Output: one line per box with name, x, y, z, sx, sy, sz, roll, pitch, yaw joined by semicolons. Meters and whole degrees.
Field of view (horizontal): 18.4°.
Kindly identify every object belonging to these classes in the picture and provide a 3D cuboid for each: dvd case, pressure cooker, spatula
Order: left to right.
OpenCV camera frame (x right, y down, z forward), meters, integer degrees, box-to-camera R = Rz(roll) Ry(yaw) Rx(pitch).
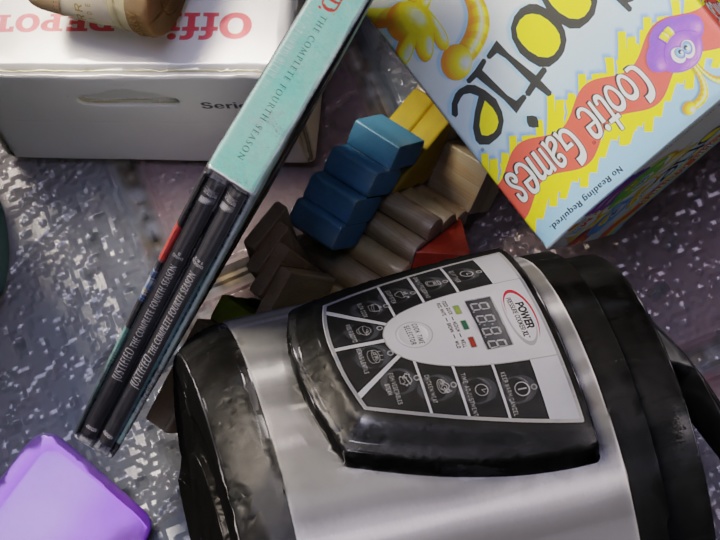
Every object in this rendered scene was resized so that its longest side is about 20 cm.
spatula;-0.069;0.143;0.876;0.199;0.021;0.057;36;83;20
dvd case;-0.044;-0.032;0.811;0.022;0.200;0.147;30;54;-3
pressure cooker;0.042;0.084;0.795;0.198;0.179;0.178;-11;91;-10

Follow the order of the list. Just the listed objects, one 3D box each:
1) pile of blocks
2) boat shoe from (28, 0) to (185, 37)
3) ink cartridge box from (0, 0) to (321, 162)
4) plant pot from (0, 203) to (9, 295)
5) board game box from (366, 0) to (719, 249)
pile of blocks;0.000;0.000;0.892;0.062;0.082;0.201;31;75;21
boat shoe;-0.084;-0.194;0.901;0.064;0.071;0.202;12;70;14
ink cartridge box;-0.085;-0.153;0.970;0.144;0.088;0.202;1;65;10
plant pot;-0.237;-0.037;0.885;0.198;0.196;0.202;-3;67;8
board game box;0.061;-0.121;0.853;0.105;0.103;0.201;-41;80;18
